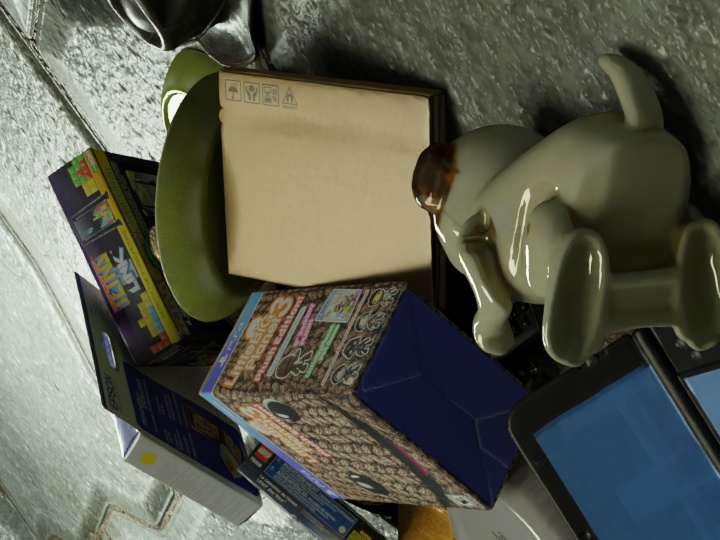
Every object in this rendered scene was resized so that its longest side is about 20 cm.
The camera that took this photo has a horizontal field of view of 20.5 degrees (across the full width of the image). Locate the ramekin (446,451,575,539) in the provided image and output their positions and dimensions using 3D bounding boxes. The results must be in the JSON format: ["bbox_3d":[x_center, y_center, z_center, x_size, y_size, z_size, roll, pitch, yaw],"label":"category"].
[{"bbox_3d":[0.150,0.202,1.532,0.202,0.094,0.203,44,154,28],"label":"ramekin"}]

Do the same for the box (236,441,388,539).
[{"bbox_3d":[-0.033,0.213,1.740,0.137,0.040,0.200,39,174,10],"label":"box"}]

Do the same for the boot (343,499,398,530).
[{"bbox_3d":[-0.026,0.153,1.779,0.203,0.074,0.154,36,176,19],"label":"boot"}]

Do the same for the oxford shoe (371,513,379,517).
[{"bbox_3d":[-0.041,0.164,1.903,0.200,0.072,0.071,51,156,15],"label":"oxford shoe"}]

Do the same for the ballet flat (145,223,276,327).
[{"bbox_3d":[-0.118,0.006,1.840,0.200,0.065,0.071,37,-149,-51],"label":"ballet flat"}]

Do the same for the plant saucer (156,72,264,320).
[{"bbox_3d":[-0.103,-0.058,1.604,0.031,0.200,0.201,5,132,24],"label":"plant saucer"}]

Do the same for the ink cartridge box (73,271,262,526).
[{"bbox_3d":[-0.187,0.118,1.809,0.200,0.047,0.198,35,-159,-34],"label":"ink cartridge box"}]

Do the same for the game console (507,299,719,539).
[{"bbox_3d":[0.216,0.136,1.277,0.201,0.118,0.172,57,158,-1],"label":"game console"}]

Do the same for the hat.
[{"bbox_3d":[-0.166,-0.240,1.618,0.201,0.081,0.201,46,155,29],"label":"hat"}]

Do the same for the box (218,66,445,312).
[{"bbox_3d":[-0.023,-0.062,1.483,0.199,0.021,0.165,10,110,35],"label":"box"}]

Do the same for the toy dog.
[{"bbox_3d":[0.113,-0.036,1.245,0.200,0.139,0.195,15,116,59],"label":"toy dog"}]

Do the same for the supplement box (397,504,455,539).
[{"bbox_3d":[0.076,0.234,1.752,0.069,0.067,0.201,31,149,25],"label":"supplement box"}]

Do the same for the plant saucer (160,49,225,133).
[{"bbox_3d":[-0.122,-0.102,1.779,0.200,0.031,0.201,45,155,28],"label":"plant saucer"}]

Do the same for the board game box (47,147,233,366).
[{"bbox_3d":[-0.193,-0.008,1.857,0.201,0.057,0.165,64,-161,13],"label":"board game box"}]

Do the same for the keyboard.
[{"bbox_3d":[0.092,0.055,1.526,0.104,0.039,0.200,58,159,8],"label":"keyboard"}]

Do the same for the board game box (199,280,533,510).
[{"bbox_3d":[0.006,0.096,1.503,0.159,0.097,0.199,40,155,-28],"label":"board game box"}]
